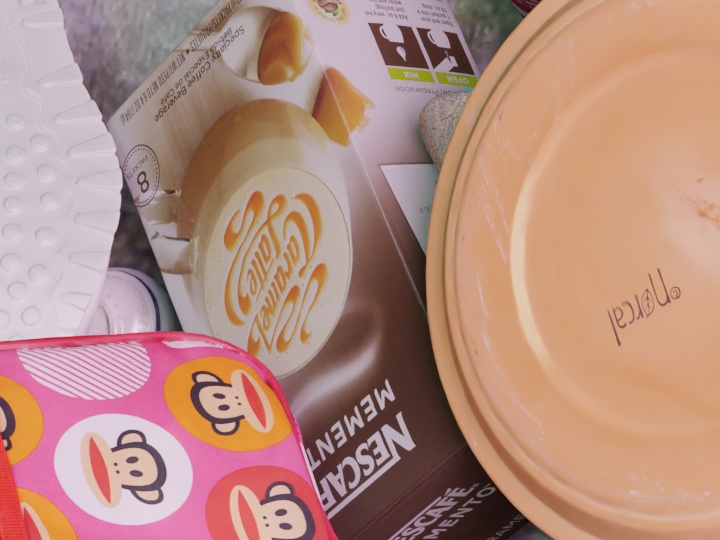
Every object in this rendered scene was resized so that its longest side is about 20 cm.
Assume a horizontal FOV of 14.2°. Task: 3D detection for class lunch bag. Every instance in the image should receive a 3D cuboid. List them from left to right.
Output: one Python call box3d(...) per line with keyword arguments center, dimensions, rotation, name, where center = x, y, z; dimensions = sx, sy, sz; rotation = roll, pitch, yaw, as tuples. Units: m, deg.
box3d(center=(-0.091, 0.114, 0.896), dimensions=(0.176, 0.082, 0.200), rotation=(-2, 50, -24), name="lunch bag")

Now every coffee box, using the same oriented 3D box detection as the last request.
box3d(center=(0.000, 0.000, 1.009), dimensions=(0.114, 0.080, 0.200), rotation=(-44, 58, 37), name="coffee box")

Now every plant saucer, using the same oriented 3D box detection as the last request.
box3d(center=(0.100, -0.006, 0.856), dimensions=(0.200, 0.032, 0.200), rotation=(-6, 79, 37), name="plant saucer")

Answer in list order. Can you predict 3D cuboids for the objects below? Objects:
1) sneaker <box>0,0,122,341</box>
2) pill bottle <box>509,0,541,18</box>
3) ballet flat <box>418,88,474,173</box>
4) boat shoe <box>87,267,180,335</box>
box3d(center=(-0.129, -0.032, 1.075), dimensions=(0.076, 0.081, 0.200), rotation=(-3, 53, -7), name="sneaker")
box3d(center=(0.072, -0.153, 0.982), dimensions=(0.113, 0.200, 0.113), rotation=(-7, 71, 21), name="pill bottle")
box3d(center=(0.095, 0.010, 0.926), dimensions=(0.200, 0.068, 0.067), rotation=(29, 58, 11), name="ballet flat")
box3d(center=(-0.166, 0.056, 1.076), dimensions=(0.202, 0.086, 0.075), rotation=(-30, 65, 11), name="boat shoe")
